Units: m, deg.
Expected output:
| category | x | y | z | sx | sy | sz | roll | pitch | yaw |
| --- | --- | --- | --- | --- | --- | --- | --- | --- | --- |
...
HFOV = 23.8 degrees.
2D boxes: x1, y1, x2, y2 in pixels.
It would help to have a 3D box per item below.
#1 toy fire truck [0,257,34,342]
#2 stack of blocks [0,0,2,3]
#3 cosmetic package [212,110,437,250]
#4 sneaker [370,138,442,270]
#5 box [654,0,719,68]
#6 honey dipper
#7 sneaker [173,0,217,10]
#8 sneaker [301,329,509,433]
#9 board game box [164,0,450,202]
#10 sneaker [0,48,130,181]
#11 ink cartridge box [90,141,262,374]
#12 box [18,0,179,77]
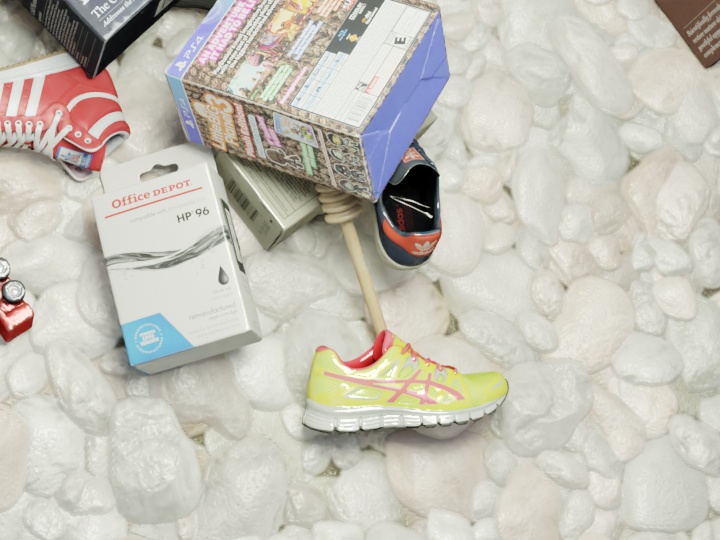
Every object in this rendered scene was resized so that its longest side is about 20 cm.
| category | x | y | z | sx | sy | sz | roll | pitch | yaw |
| --- | --- | --- | --- | --- | --- | --- | --- | --- | --- |
| toy fire truck | -0.365 | 0.040 | 1.500 | 0.141 | 0.049 | 0.201 | -32 | 84 | -21 |
| stack of blocks | -0.404 | -0.257 | 1.573 | 0.115 | 0.059 | 0.201 | 37 | 67 | -4 |
| cosmetic package | -0.037 | -0.121 | 1.635 | 0.200 | 0.073 | 0.104 | -36 | 87 | -23 |
| sneaker | 0.033 | -0.105 | 1.567 | 0.074 | 0.085 | 0.201 | -15 | 78 | -20 |
| box | 0.416 | -0.353 | 1.794 | 0.199 | 0.166 | 0.165 | -35 | 87 | -23 |
| honey dipper | 0.000 | 0.000 | 1.591 | 0.038 | 0.038 | 0.201 | -24 | 109 | -22 |
| sneaker | -0.157 | -0.346 | 1.675 | 0.105 | 0.075 | 0.202 | 12 | 79 | -18 |
| sneaker | 0.044 | 0.099 | 1.580 | 0.198 | 0.078 | 0.091 | -3 | 91 | -18 |
| board game box | -0.044 | -0.175 | 1.530 | 0.199 | 0.097 | 0.160 | 20 | 61 | 22 |
| sneaker | -0.305 | -0.125 | 1.557 | 0.199 | 0.071 | 0.113 | -24 | 78 | -24 |
| ink cartridge box | -0.171 | -0.020 | 1.546 | 0.115 | 0.068 | 0.202 | -17 | 78 | 4 |
| box | -0.232 | -0.316 | 1.550 | 0.182 | 0.104 | 0.200 | 44 | 71 | -2 |
